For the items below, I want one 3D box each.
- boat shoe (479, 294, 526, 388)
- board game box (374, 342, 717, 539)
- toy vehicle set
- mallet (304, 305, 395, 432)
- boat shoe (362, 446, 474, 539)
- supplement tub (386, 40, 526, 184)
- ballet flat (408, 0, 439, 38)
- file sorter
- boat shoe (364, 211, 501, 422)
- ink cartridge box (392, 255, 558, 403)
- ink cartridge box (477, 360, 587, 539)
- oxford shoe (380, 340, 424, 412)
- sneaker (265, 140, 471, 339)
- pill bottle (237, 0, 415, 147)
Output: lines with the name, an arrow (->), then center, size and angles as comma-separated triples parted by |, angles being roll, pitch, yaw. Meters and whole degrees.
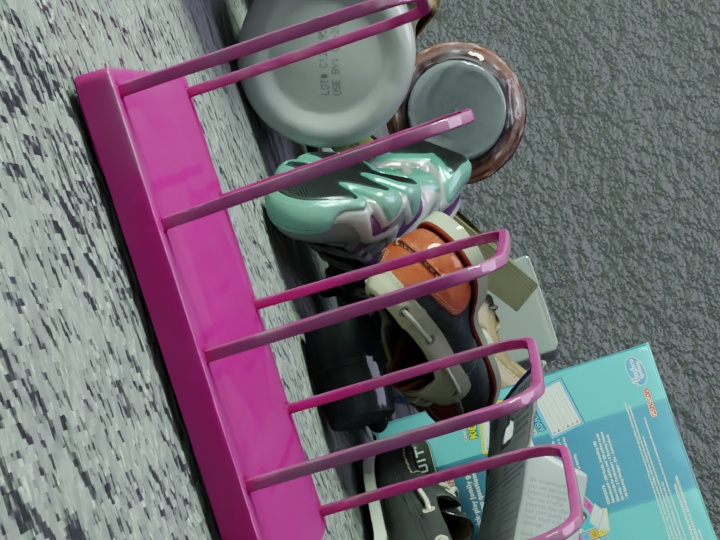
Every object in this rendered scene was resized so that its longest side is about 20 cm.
boat shoe -> 0.073, 0.038, 1.056 | 0.199, 0.065, 0.071 | 38, 3, -24
board game box -> 0.122, 0.151, 0.968 | 0.047, 0.198, 0.152 | 63, 12, -59
toy vehicle set -> 0.042, -0.054, 1.090 | 0.124, 0.027, 0.200 | 36, 7, -39
mallet -> 0.004, 0.083, 0.870 | 0.200, 0.041, 0.067 | 70, 4, -67
boat shoe -> 0.035, 0.152, 0.820 | 0.200, 0.060, 0.075 | -88, 161, -73
supplement tub -> 0.072, -0.118, 1.100 | 0.200, 0.106, 0.108 | -57, 130, -84
ballet flat -> 0.010, -0.168, 1.097 | 0.200, 0.067, 0.073 | -44, -144, 52
file sorter -> -0.003, 0.007, 0.542 | 0.139, 0.124, 0.202 | -58, 131, -82
boat shoe -> 0.040, 0.044, 0.855 | 0.071, 0.063, 0.201 | 38, -21, 25
ink cartridge box -> 0.096, 0.058, 1.271 | 0.200, 0.143, 0.086 | 41, 31, -79
ink cartridge box -> 0.089, 0.168, 0.824 | 0.200, 0.040, 0.203 | 98, 2, -77
oxford shoe -> 0.030, 0.035, 1.113 | 0.202, 0.071, 0.071 | 62, 10, -4
sneaker -> 0.000, 0.000, 0.888 | 0.199, 0.077, 0.142 | -15, 123, -57
pill bottle -> -0.019, -0.150, 0.937 | 0.200, 0.107, 0.110 | -86, 158, -75
